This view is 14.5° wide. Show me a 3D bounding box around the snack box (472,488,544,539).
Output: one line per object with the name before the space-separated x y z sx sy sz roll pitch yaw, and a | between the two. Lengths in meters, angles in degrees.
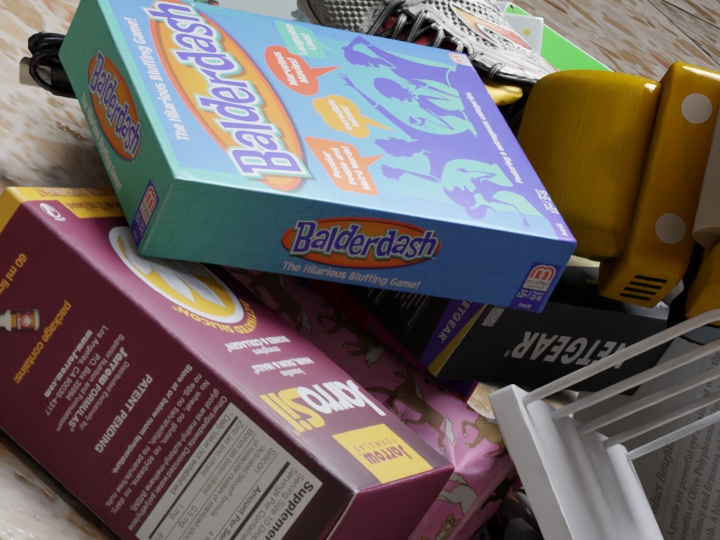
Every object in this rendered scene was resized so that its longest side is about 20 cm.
snack box | 0.086 0.159 1.326 0.072 0.024 0.200 32 16 -21

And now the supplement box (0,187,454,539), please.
supplement box | -0.074 0.056 1.181 0.200 0.086 0.110 40 16 17

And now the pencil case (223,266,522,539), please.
pencil case | -0.016 0.055 1.314 0.200 0.087 0.083 38 -2 8

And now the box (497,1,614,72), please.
box | 0.099 -0.089 1.807 0.200 0.097 0.176 31 -11 -32

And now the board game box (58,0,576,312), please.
board game box | -0.020 -0.055 1.259 0.200 0.045 0.152 8 35 -29

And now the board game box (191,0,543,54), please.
board game box | -0.007 -0.108 1.554 0.200 0.064 0.148 7 -8 -1

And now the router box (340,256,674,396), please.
router box | 0.051 -0.010 1.391 0.157 0.052 0.200 44 19 27

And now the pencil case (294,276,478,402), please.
pencil case | -0.029 0.008 1.413 0.200 0.088 0.088 35 15 -11

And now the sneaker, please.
sneaker | 0.052 -0.102 1.415 0.200 0.078 0.082 35 16 2

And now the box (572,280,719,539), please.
box | 0.241 0.042 1.515 0.171 0.199 0.200 29 35 28

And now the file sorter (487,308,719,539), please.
file sorter | 0.165 0.111 1.293 0.139 0.125 0.200 69 14 18

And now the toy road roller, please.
toy road roller | 0.144 -0.041 1.288 0.146 0.123 0.200 13 -12 -1

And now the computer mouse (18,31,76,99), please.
computer mouse | -0.103 -0.074 1.489 0.138 0.053 0.200 7 -9 1
